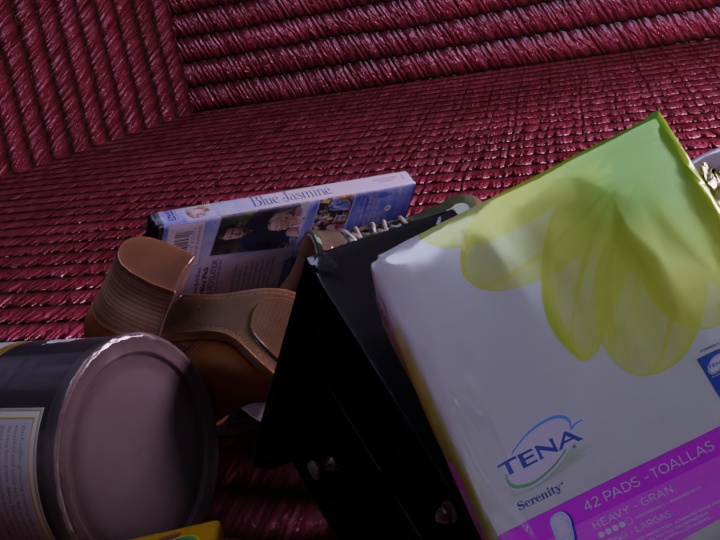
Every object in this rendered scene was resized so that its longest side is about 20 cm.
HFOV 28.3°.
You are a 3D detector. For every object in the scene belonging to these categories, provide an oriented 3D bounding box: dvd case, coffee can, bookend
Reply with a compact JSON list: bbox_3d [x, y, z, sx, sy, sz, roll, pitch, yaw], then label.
[{"bbox_3d":[-0.064,0.001,1.014,0.200,0.143,0.018,-11,49,-28],"label":"dvd case"},{"bbox_3d":[-0.212,0.116,0.895,0.200,0.147,0.146,-4,15,32],"label":"coffee can"},{"bbox_3d":[0.039,0.112,0.746,0.092,0.199,0.200,-19,-30,-26],"label":"bookend"}]

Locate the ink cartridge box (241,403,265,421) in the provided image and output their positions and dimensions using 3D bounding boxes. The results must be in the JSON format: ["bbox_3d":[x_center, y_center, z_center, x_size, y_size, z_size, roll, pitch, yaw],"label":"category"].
[{"bbox_3d":[-0.060,0.054,1.104,0.161,0.050,0.200,30,42,24],"label":"ink cartridge box"}]

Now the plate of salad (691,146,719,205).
[{"bbox_3d":[0.256,-0.001,0.906,0.200,0.200,0.048,-7,-26,22],"label":"plate of salad"}]

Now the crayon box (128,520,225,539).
[{"bbox_3d":[-0.136,0.188,0.731,0.200,0.052,0.126,-12,13,0],"label":"crayon box"}]

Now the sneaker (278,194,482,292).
[{"bbox_3d":[0.000,0.000,0.985,0.200,0.090,0.067,-43,27,-7],"label":"sneaker"}]

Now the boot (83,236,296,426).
[{"bbox_3d":[-0.095,0.080,0.943,0.200,0.155,0.077,24,40,1],"label":"boot"}]

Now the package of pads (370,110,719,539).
[{"bbox_3d":[0.105,0.050,0.606,0.154,0.200,0.068,-26,-32,3],"label":"package of pads"}]

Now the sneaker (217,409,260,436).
[{"bbox_3d":[-0.120,0.074,1.128,0.071,0.080,0.200,-19,18,-29],"label":"sneaker"}]
